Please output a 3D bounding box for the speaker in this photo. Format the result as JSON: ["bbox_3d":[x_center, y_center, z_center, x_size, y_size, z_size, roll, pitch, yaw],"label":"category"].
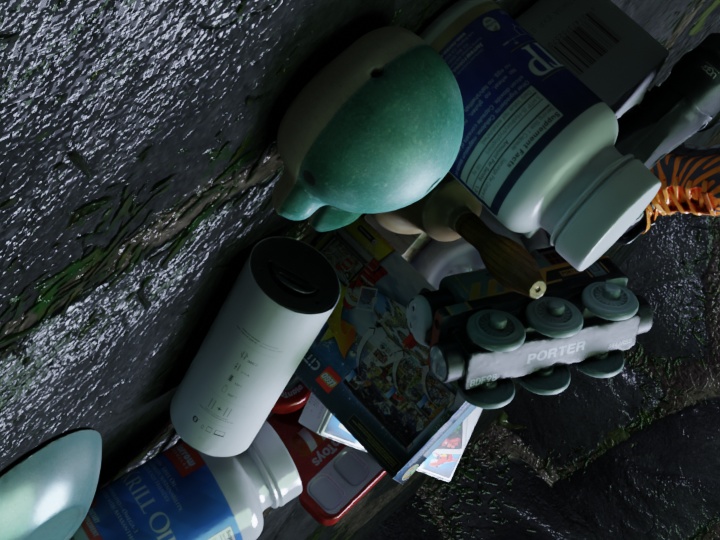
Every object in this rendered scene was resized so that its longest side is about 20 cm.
[{"bbox_3d":[-0.089,0.066,1.134,0.081,0.081,0.201,-32,160,-46],"label":"speaker"}]

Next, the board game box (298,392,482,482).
[{"bbox_3d":[0.042,0.116,1.301,0.199,0.034,0.127,27,88,-44],"label":"board game box"}]

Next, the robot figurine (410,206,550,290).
[{"bbox_3d":[0.103,-0.011,1.345,0.167,0.201,0.114,-14,121,-4],"label":"robot figurine"}]

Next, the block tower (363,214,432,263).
[{"bbox_3d":[0.000,0.000,1.285,0.200,0.058,0.054,-50,167,7],"label":"block tower"}]

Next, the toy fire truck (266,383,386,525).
[{"bbox_3d":[-0.019,0.136,1.379,0.200,0.168,0.112,-39,166,-27],"label":"toy fire truck"}]

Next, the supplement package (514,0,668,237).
[{"bbox_3d":[0.172,-0.145,1.248,0.117,0.117,0.201,-40,165,-26],"label":"supplement package"}]

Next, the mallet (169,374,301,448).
[{"bbox_3d":[-0.115,0.130,1.283,0.201,0.066,0.041,-52,163,24],"label":"mallet"}]

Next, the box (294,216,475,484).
[{"bbox_3d":[0.013,0.061,1.176,0.137,0.200,0.038,-45,158,0],"label":"box"}]

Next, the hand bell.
[{"bbox_3d":[0.090,-0.031,1.098,0.103,0.200,0.105,-13,124,-20],"label":"hand bell"}]

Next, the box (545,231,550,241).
[{"bbox_3d":[0.178,0.014,1.389,0.144,0.036,0.200,-64,-174,1],"label":"box"}]

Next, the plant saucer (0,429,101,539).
[{"bbox_3d":[-0.271,0.211,1.092,0.201,0.039,0.201,-44,168,-12],"label":"plant saucer"}]

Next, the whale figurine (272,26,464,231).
[{"bbox_3d":[0.011,-0.078,0.963,0.159,0.104,0.200,-42,167,-21],"label":"whale figurine"}]

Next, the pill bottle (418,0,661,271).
[{"bbox_3d":[0.124,-0.100,1.041,0.120,0.200,0.120,-43,168,-12],"label":"pill bottle"}]

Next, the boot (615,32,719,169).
[{"bbox_3d":[0.234,-0.099,1.174,0.200,0.066,0.165,-46,167,-4],"label":"boot"}]

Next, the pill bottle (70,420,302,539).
[{"bbox_3d":[-0.156,0.214,1.232,0.199,0.113,0.112,-30,163,-18],"label":"pill bottle"}]

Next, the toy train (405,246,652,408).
[{"bbox_3d":[0.134,0.039,1.105,0.198,0.114,0.086,-12,129,-22],"label":"toy train"}]

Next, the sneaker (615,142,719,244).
[{"bbox_3d":[0.282,-0.061,1.232,0.112,0.078,0.199,-35,-153,-22],"label":"sneaker"}]
